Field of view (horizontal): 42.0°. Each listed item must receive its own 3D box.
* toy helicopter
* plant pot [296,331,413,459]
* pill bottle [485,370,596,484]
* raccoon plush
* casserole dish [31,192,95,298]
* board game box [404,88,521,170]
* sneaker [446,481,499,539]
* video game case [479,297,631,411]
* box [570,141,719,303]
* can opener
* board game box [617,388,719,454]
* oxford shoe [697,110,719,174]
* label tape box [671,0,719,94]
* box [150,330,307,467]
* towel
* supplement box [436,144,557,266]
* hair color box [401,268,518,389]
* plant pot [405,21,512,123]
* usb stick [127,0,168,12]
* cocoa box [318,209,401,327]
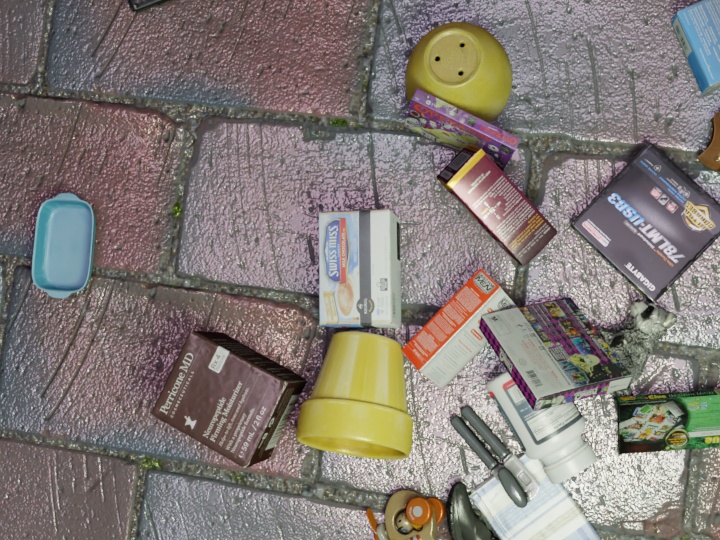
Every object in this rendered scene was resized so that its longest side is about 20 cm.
[{"bbox_3d":[0.073,0.487,1.641,0.131,0.079,0.203,-3,77,26],"label":"toy helicopter"},{"bbox_3d":[0.000,0.215,1.630,0.198,0.201,0.191,5,70,10],"label":"plant pot"},{"bbox_3d":[0.312,0.252,1.600,0.119,0.120,0.202,-31,82,6],"label":"pill bottle"},{"bbox_3d":[0.483,0.150,1.617,0.132,0.097,0.202,-17,114,-6],"label":"raccoon plush"},{"bbox_3d":[-0.567,-0.047,1.813,0.119,0.039,0.203,3,85,10],"label":"casserole dish"},{"bbox_3d":[0.175,-0.243,1.648,0.198,0.120,0.033,27,71,3],"label":"board game box"},{"bbox_3d":[0.199,0.465,1.634,0.089,0.076,0.203,-11,92,1],"label":"sneaker"},{"bbox_3d":[0.319,0.133,1.557,0.179,0.036,0.201,-11,42,-19],"label":"video game case"},{"bbox_3d":[0.504,-0.083,1.630,0.199,0.050,0.200,-45,79,3],"label":"box"},{"bbox_3d":[0.232,0.318,1.622,0.053,0.066,0.200,-42,64,3],"label":"can opener"},{"bbox_3d":[0.533,0.254,1.581,0.197,0.024,0.106,-4,110,4],"label":"board game box"},{"bbox_3d":[0.645,-0.266,1.610,0.071,0.071,0.202,29,92,15],"label":"oxford shoe"},{"bbox_3d":[0.661,-0.414,1.621,0.198,0.066,0.145,-22,83,5],"label":"label tape box"},{"bbox_3d":[-0.228,0.225,1.670,0.198,0.164,0.168,26,90,11],"label":"box"},{"bbox_3d":[0.303,0.428,1.636,0.146,0.024,0.201,-38,81,5],"label":"towel"},{"bbox_3d":[0.233,-0.114,1.615,0.086,0.110,0.200,-44,102,5],"label":"supplement box"},{"bbox_3d":[0.176,0.103,1.638,0.200,0.101,0.061,-45,51,3],"label":"hair color box"},{"bbox_3d":[0.169,-0.356,1.659,0.197,0.142,0.203,-1,85,9],"label":"plant pot"},{"bbox_3d":[-0.360,-0.557,1.821,0.198,0.033,0.056,-18,90,8],"label":"usb stick"},{"bbox_3d":[0.000,0.000,1.664,0.129,0.133,0.203,-1,85,10],"label":"cocoa box"}]
